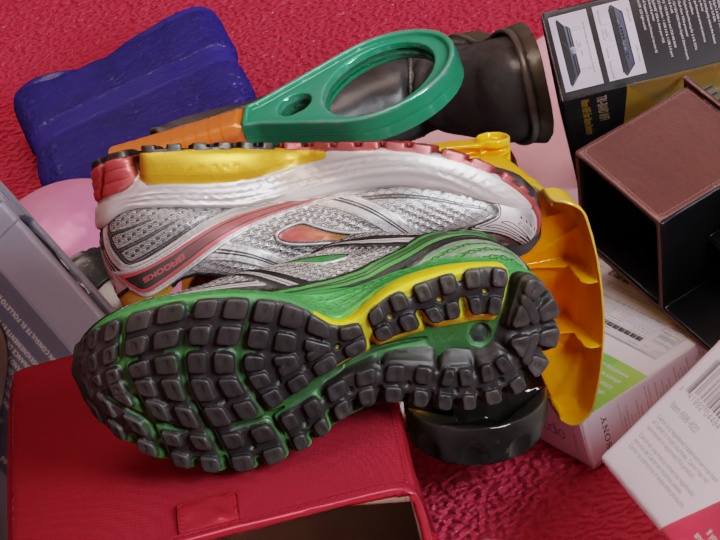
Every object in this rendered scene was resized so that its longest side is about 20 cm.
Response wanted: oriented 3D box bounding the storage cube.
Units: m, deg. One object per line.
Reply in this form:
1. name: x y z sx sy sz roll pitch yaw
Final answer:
1. storage cube: -0.052 0.135 1.278 0.199 0.171 0.180 -15 29 2

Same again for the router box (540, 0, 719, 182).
1. router box: 0.183 -0.109 1.574 0.157 0.052 0.200 -14 -12 5

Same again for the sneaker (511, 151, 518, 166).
1. sneaker: 0.005 -0.007 1.600 0.112 0.078 0.200 -3 22 31

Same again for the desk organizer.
1. desk organizer: 0.196 -0.003 1.429 0.077 0.072 0.200 -30 49 -20

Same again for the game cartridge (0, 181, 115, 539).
1. game cartridge: -0.173 0.062 1.440 0.133 0.200 0.042 -44 -12 11

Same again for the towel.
1. towel: -0.134 -0.086 1.822 0.147 0.050 0.200 -25 31 -1

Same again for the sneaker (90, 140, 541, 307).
1. sneaker: -0.019 -0.016 1.290 0.199 0.082 0.078 -2 0 -5

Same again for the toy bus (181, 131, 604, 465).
1. toy bus: 0.000 0.000 1.430 0.199 0.136 0.192 -10 30 -10

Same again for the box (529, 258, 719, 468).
1. box: 0.148 0.018 1.513 0.200 0.036 0.144 -30 33 -24

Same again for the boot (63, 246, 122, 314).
1. boot: -0.148 0.097 1.475 0.131 0.068 0.200 45 103 18

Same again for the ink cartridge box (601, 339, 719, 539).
1. ink cartridge box: 0.225 0.066 1.268 0.200 0.083 0.145 -45 30 5

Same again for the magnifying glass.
1. magnifying glass: -0.041 -0.083 1.541 0.199 0.022 0.080 -17 34 16

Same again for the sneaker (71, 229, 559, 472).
1. sneaker: -0.022 0.029 1.213 0.199 0.078 0.085 -8 21 -9

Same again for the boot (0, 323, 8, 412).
1. boot: -0.222 0.104 1.349 0.073 0.204 0.154 3 -8 13

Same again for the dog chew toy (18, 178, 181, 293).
1. dog chew toy: -0.109 0.022 1.555 0.200 0.125 0.125 14 41 30

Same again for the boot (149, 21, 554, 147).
1. boot: -0.008 -0.081 1.591 0.199 0.073 0.182 -12 5 -14
